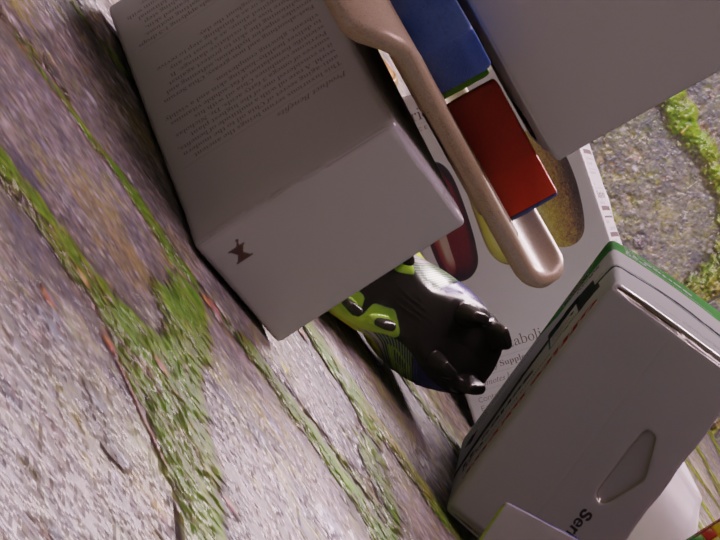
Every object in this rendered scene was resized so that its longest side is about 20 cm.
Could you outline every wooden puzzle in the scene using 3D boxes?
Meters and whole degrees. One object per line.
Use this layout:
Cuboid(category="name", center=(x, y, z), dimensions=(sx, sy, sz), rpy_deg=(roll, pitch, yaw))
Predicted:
Cuboid(category="wooden puzzle", center=(0.026, -0.109, 1.338), dimensions=(0.200, 0.046, 0.185), rpy_deg=(51, 9, -47))

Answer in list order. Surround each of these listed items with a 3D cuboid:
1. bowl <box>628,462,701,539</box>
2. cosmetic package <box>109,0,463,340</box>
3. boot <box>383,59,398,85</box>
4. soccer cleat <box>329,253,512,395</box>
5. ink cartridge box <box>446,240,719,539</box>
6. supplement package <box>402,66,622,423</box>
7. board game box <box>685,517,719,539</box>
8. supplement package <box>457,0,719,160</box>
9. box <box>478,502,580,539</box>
Cuboid(category="bowl", center=(0.156, 0.101, 2.003), dimensions=(0.200, 0.075, 0.200), rpy_deg=(54, 8, -31))
Cuboid(category="cosmetic package", center=(-0.036, -0.072, 1.342), dimensions=(0.071, 0.101, 0.200), rpy_deg=(52, 9, -38))
Cuboid(category="boot", center=(-0.043, -0.152, 1.740), dimensions=(0.144, 0.071, 0.201), rpy_deg=(63, 13, -8))
Cuboid(category="soccer cleat", center=(0.000, 0.001, 1.509), dimensions=(0.084, 0.065, 0.200), rpy_deg=(22, -15, 43))
Cuboid(category="ink cartridge box", center=(0.120, 0.073, 1.533), dimensions=(0.083, 0.147, 0.200), rpy_deg=(36, 7, -1))
Cuboid(category="supplement package", center=(0.094, -0.018, 1.769), dimensions=(0.110, 0.114, 0.200), rpy_deg=(-3, 75, -82))
Cuboid(category="board game box", center=(0.183, 0.222, 1.392), dimensions=(0.200, 0.057, 0.165), rpy_deg=(58, -27, 6))
Cuboid(category="supplement package", center=(0.101, -0.175, 1.332), dimensions=(0.200, 0.156, 0.111), rpy_deg=(61, 1, -7))
Cuboid(category="box", center=(0.129, 0.169, 1.271), dimensions=(0.200, 0.048, 0.122), rpy_deg=(27, -12, 36))
